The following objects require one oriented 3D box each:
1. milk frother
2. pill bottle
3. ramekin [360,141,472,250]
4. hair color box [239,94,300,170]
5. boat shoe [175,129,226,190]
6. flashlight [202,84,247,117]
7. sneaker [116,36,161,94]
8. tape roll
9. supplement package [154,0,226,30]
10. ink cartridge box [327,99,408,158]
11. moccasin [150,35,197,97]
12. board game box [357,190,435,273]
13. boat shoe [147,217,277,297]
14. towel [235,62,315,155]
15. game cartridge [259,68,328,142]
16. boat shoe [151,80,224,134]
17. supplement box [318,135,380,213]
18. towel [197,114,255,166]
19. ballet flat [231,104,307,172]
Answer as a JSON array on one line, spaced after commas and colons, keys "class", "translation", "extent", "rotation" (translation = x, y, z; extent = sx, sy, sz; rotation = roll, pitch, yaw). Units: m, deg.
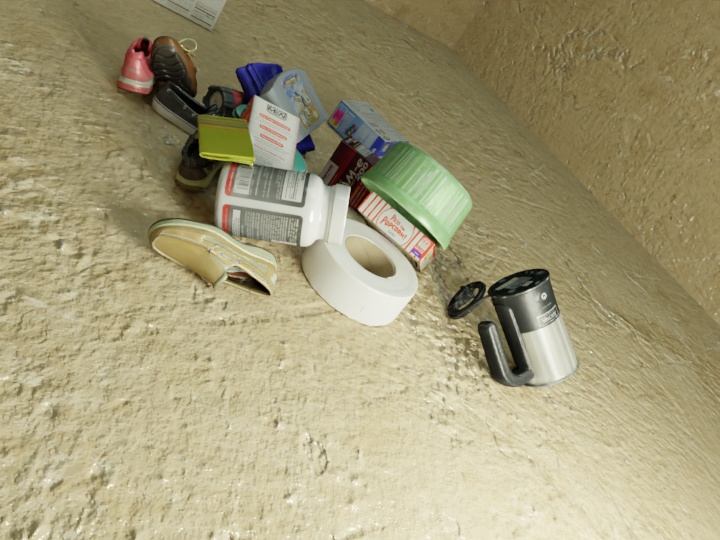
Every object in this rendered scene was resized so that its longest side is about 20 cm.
[{"class": "milk frother", "translation": [0.281, 0.110, 1.288], "extent": [0.200, 0.179, 0.189], "rotation": [-148, -144, -74]}, {"class": "pill bottle", "translation": [-0.121, -0.100, 1.069], "extent": [0.198, 0.117, 0.116], "rotation": [9, 31, -4]}, {"class": "ramekin", "translation": [0.105, -0.137, 1.219], "extent": [0.200, 0.098, 0.200], "rotation": [41, 0, 0]}, {"class": "hair color box", "translation": [-0.174, -0.206, 1.222], "extent": [0.101, 0.061, 0.201], "rotation": [24, 53, -26]}, {"class": "boat shoe", "translation": [-0.261, -0.211, 1.169], "extent": [0.073, 0.065, 0.201], "rotation": [17, 38, -10]}, {"class": "flashlight", "translation": [-0.238, -0.338, 1.430], "extent": [0.199, 0.067, 0.069], "rotation": [-1, 69, -57]}, {"class": "sneaker", "translation": [-0.399, -0.402, 1.290], "extent": [0.073, 0.087, 0.201], "rotation": [15, 31, -9]}, {"class": "tape roll", "translation": [0.000, 0.000, 1.175], "extent": [0.201, 0.071, 0.203], "rotation": [29, 28, -17]}, {"class": "supplement package", "translation": [-0.448, -0.732, 1.732], "extent": [0.199, 0.111, 0.156], "rotation": [22, 31, -29]}, {"class": "ink cartridge box", "translation": [0.032, -0.343, 1.740], "extent": [0.200, 0.077, 0.136], "rotation": [44, 28, 17]}, {"class": "moccasin", "translation": [-0.339, -0.388, 1.266], "extent": [0.073, 0.079, 0.201], "rotation": [3, -5, 4]}, {"class": "board game box", "translation": [0.072, -0.068, 1.304], "extent": [0.151, 0.046, 0.200], "rotation": [41, 0, 7]}, {"class": "boat shoe", "translation": [-0.203, -0.012, 0.962], "extent": [0.199, 0.072, 0.077], "rotation": [17, 49, -31]}, {"class": "towel", "translation": [-0.169, -0.336, 1.424], "extent": [0.147, 0.049, 0.201], "rotation": [-29, 97, -57]}, {"class": "game cartridge", "translation": [-0.136, -0.346, 1.411], "extent": [0.134, 0.041, 0.200], "rotation": [65, 26, -19]}, {"class": "boat shoe", "translation": [-0.290, -0.286, 1.278], "extent": [0.199, 0.066, 0.070], "rotation": [32, 28, -10]}, {"class": "supplement box", "translation": [0.020, -0.178, 1.433], "extent": [0.199, 0.109, 0.061], "rotation": [38, 27, 3]}, {"class": "towel", "translation": [-0.220, -0.213, 1.102], "extent": [0.085, 0.018, 0.200], "rotation": [3, 28, -16]}, {"class": "ballet flat", "translation": [-0.179, -0.238, 1.332], "extent": [0.200, 0.074, 0.074], "rotation": [49, 29, 14]}]
